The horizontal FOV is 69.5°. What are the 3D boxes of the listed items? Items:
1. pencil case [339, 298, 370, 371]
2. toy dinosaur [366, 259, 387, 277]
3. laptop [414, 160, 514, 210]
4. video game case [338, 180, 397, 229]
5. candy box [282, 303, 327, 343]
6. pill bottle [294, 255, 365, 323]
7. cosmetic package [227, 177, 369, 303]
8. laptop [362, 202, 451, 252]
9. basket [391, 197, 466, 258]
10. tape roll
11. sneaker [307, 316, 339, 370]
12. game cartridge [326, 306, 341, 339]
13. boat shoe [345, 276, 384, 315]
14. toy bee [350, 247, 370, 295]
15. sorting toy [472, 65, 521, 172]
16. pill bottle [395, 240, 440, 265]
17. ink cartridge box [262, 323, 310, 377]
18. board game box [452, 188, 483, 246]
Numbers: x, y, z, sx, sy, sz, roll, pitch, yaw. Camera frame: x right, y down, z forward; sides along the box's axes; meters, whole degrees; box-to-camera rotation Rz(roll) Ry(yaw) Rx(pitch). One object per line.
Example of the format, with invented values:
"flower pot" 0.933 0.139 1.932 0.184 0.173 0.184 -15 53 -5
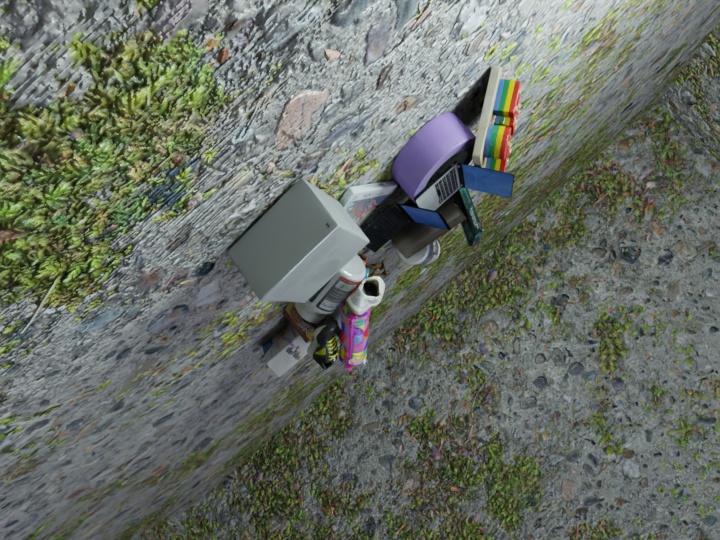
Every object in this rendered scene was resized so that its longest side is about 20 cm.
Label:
"pencil case" -0.017 0.171 1.394 0.088 0.088 0.203 -29 137 -34
"toy dinosaur" 0.032 0.010 1.704 0.104 0.062 0.201 -14 158 0
"laptop" 0.246 -0.171 1.228 0.199 0.116 0.187 -41 165 5
"video game case" -0.019 -0.125 1.218 0.181 0.023 0.201 -21 156 -52
"candy box" -0.123 0.132 1.512 0.057 0.117 0.199 -50 163 25
"pill bottle" -0.084 0.039 1.349 0.200 0.116 0.115 -48 163 31
"cosmetic package" -0.114 -0.048 1.010 0.199 0.124 0.200 -42 166 9
"laptop" 0.110 -0.093 1.301 0.199 0.104 0.177 -41 161 8
"basket" 0.177 -0.138 1.452 0.199 0.137 0.181 -38 -167 12
"tape roll" 0.172 -0.255 1.194 0.199 0.085 0.201 -36 164 -12
"sneaker" -0.085 0.200 1.414 0.074 0.085 0.201 -32 160 -31
"game cartridge" -0.043 0.099 1.536 0.038 0.131 0.200 -33 -175 36
"boat shoe" 0.030 0.051 1.336 0.070 0.071 0.200 -50 177 26
"toy bee" 0.000 0.000 1.465 0.202 0.130 0.109 -54 -174 13
"sorting toy" 0.315 -0.320 1.181 0.200 0.068 0.203 19 84 -73
"pill bottle" 0.197 -0.074 1.719 0.114 0.114 0.199 -43 165 16
"ink cartridge box" -0.195 0.212 1.566 0.199 0.068 0.115 -40 -156 -2
"board game box" 0.300 -0.183 1.499 0.028 0.204 0.135 -17 165 1
